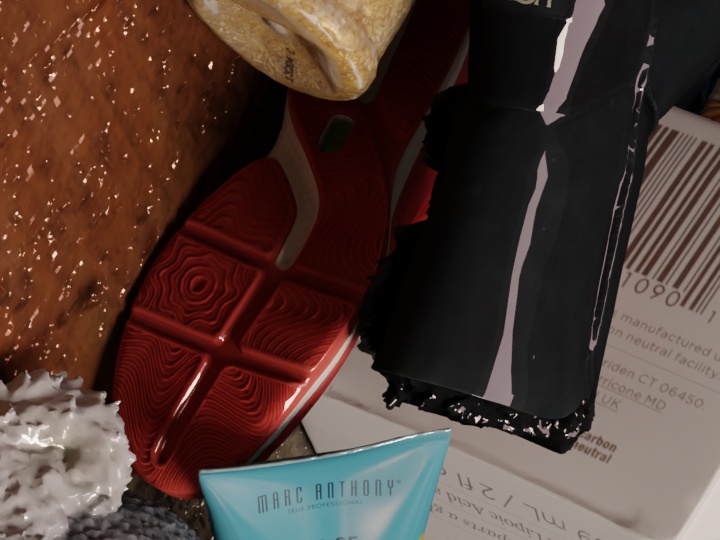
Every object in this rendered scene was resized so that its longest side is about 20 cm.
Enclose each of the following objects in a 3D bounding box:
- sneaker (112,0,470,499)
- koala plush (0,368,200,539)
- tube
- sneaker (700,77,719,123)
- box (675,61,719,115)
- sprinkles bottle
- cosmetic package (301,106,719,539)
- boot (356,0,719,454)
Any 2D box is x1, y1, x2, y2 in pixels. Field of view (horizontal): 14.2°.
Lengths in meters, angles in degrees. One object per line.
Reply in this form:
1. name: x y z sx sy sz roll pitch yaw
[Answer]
1. sneaker: 0.000 0.000 0.951 0.201 0.078 0.116 -59 149 -12
2. koala plush: -0.097 0.140 0.835 0.201 0.183 0.178 -70 146 -41
3. tube: -0.015 0.111 0.945 0.077 0.051 0.200 -13 145 -12
4. sneaker: 0.200 -0.068 1.148 0.200 0.075 0.088 -46 146 -34
5. box: 0.149 -0.120 1.151 0.200 0.046 0.159 -52 149 -27
6. sprinkles bottle: 0.022 -0.150 0.890 0.201 0.068 0.068 -58 150 -16
7. cosmetic package: 0.101 0.061 1.075 0.165 0.164 0.200 -54 148 -23
8. boot: 0.063 -0.031 0.910 0.200 0.076 0.169 3 101 -72
